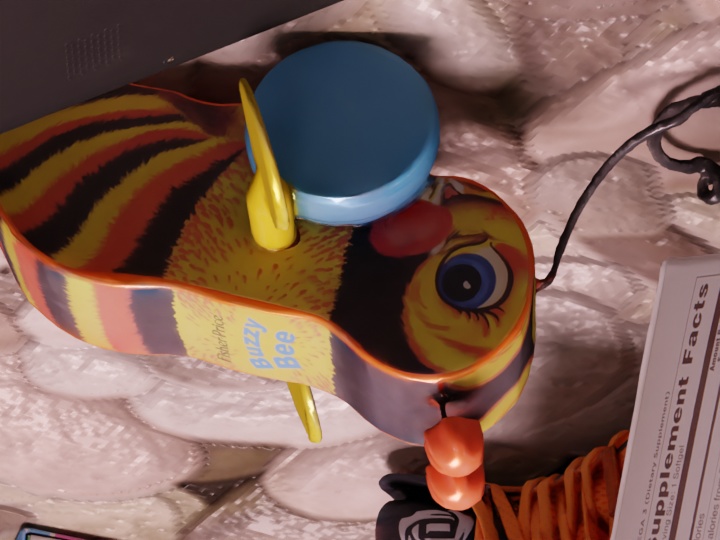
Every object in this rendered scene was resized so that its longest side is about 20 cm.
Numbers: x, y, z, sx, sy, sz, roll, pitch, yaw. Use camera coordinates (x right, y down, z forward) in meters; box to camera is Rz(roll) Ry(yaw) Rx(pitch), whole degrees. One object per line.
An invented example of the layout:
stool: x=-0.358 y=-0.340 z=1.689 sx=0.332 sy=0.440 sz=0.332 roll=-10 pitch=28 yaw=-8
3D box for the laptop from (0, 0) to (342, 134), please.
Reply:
laptop: x=-0.096 y=-0.123 z=0.620 sx=0.199 sy=0.116 sz=0.187 roll=-22 pitch=153 yaw=-14

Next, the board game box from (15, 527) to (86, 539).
board game box: x=-0.026 y=0.177 z=0.982 sx=0.199 sy=0.153 sz=0.040 roll=13 pitch=149 yaw=-13

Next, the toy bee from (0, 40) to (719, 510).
toy bee: x=0.000 y=0.000 z=0.723 sx=0.199 sy=0.109 sz=0.131 roll=-10 pitch=145 yaw=23

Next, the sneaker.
sneaker: x=0.062 y=0.082 z=0.884 sx=0.112 sy=0.078 sz=0.200 roll=6 pitch=150 yaw=-7

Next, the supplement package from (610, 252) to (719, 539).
supplement package: x=0.165 y=0.091 z=0.693 sx=0.199 sy=0.156 sz=0.111 roll=16 pitch=169 yaw=-25
